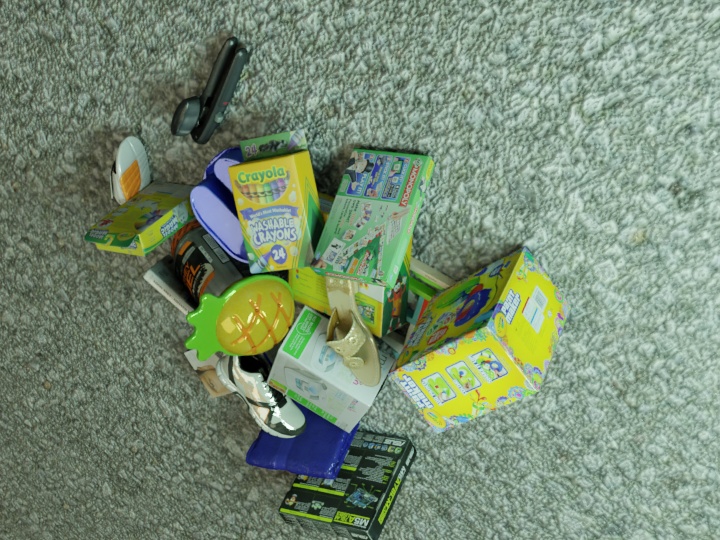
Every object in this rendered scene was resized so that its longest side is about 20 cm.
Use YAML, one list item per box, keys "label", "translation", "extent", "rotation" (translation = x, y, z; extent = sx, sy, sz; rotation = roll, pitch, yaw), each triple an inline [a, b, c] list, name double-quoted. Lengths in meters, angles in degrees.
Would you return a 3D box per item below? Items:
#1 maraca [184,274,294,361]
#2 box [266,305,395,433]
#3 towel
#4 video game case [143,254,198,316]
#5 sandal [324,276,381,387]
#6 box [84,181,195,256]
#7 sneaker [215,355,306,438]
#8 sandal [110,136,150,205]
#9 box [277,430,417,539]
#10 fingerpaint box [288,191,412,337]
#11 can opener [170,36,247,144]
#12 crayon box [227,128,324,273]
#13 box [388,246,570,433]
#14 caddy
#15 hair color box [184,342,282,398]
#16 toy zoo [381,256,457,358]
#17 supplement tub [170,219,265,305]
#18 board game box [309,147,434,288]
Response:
- label: "maraca"
  translation: [-0.186, 0.075, 1.599]
  extent: [0.106, 0.197, 0.140]
  rotation: [30, 123, 45]
- label: "box"
  translation: [-0.052, 0.168, 1.705]
  extent: [0.175, 0.097, 0.200]
  rotation: [32, 156, 1]
- label: "towel"
  translation: [-0.101, 0.305, 1.865]
  extent: [0.197, 0.149, 0.050]
  rotation: [2, 145, 34]
- label: "video game case"
  translation: [-0.292, 0.051, 1.795]
  extent: [0.181, 0.200, 0.023]
  rotation: [42, 95, -7]
- label: "sandal"
  translation: [-0.031, 0.087, 1.551]
  extent: [0.077, 0.069, 0.216]
  rotation: [-2, 106, 42]
- label: "box"
  translation: [-0.369, -0.085, 1.753]
  extent: [0.116, 0.200, 0.049]
  rotation: [9, 124, 31]
- label: "sneaker"
  translation: [-0.171, 0.216, 1.815]
  extent: [0.200, 0.074, 0.080]
  rotation: [42, 133, -1]
- label: "sandal"
  translation: [-0.416, -0.140, 1.835]
  extent: [0.058, 0.079, 0.210]
  rotation: [12, 127, 25]
- label: "box"
  translation: [-0.023, 0.374, 1.809]
  extent: [0.197, 0.195, 0.048]
  rotation: [2, 139, 33]
- label: "fingerpaint box"
  translation: [-0.018, -0.013, 1.601]
  extent: [0.198, 0.073, 0.170]
  rotation: [20, 118, 35]
- label: "can opener"
  translation: [-0.230, -0.280, 1.625]
  extent: [0.064, 0.078, 0.200]
  rotation: [47, 125, 10]
- label: "crayon box"
  translation: [-0.128, -0.104, 1.563]
  extent: [0.124, 0.051, 0.204]
  rotation: [-6, 101, 30]
- label: "box"
  translation: [0.174, 0.101, 1.471]
  extent: [0.191, 0.201, 0.122]
  rotation: [-31, 106, 38]
- label: "caddy"
  translation: [-0.183, -0.106, 1.676]
  extent: [0.200, 0.105, 0.141]
  rotation: [47, 112, 1]
- label: "hair color box"
  translation: [-0.228, 0.163, 1.911]
  extent: [0.198, 0.065, 0.110]
  rotation: [-19, 108, 43]
- label: "toy zoo"
  translation: [0.095, 0.079, 1.654]
  extent: [0.130, 0.020, 0.202]
  rotation: [29, 131, 17]
- label: "supplement tub"
  translation: [-0.240, 0.006, 1.739]
  extent: [0.200, 0.121, 0.124]
  rotation: [46, 142, 40]
- label: "board game box"
  translation: [0.018, -0.080, 1.496]
  extent: [0.133, 0.203, 0.029]
  rotation: [10, 160, 29]
